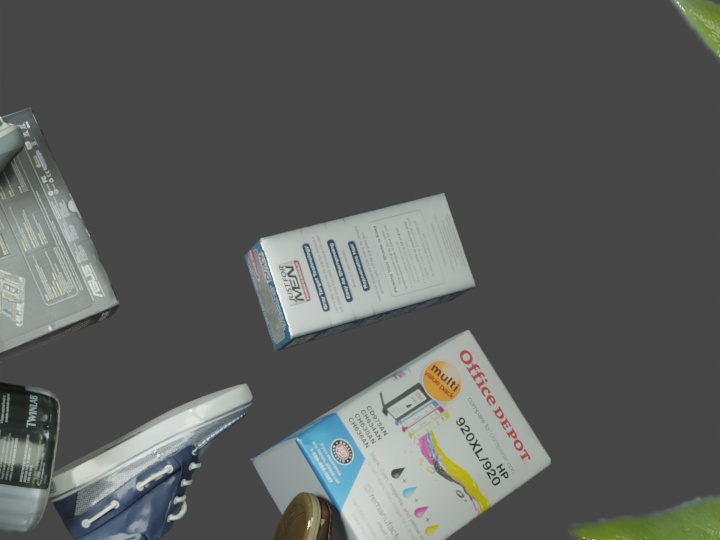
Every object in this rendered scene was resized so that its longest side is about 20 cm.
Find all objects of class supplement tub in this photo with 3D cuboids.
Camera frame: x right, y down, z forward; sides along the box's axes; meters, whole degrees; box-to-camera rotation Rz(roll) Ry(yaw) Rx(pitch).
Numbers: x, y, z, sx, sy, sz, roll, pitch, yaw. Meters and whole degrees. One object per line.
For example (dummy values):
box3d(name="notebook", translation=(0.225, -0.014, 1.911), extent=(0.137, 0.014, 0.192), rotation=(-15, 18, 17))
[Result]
box3d(name="supplement tub", translation=(-0.354, 0.143, 1.196), extent=(0.199, 0.123, 0.123), rotation=(11, 72, -17))

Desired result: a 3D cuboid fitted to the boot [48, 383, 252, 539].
box3d(name="boot", translation=(-0.172, 0.179, 1.292), extent=(0.199, 0.073, 0.091), rotation=(-26, 94, -18))

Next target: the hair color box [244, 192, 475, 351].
box3d(name="hair color box", translation=(0.000, 0.000, 1.404), extent=(0.199, 0.061, 0.100), rotation=(-15, 81, -24))

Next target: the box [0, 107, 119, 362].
box3d(name="box", translation=(-0.325, -0.025, 1.294), extent=(0.158, 0.048, 0.201), rotation=(-24, 85, -23))

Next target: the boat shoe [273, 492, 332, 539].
box3d(name="boat shoe", translation=(-0.038, 0.277, 1.261), extent=(0.072, 0.072, 0.201), rotation=(1, 114, -18))

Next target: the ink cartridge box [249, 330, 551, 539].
box3d(name="ink cartridge box", translation=(0.036, 0.173, 1.323), extent=(0.200, 0.145, 0.148), rotation=(-30, 86, -26))

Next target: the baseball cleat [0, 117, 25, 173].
box3d(name="baseball cleat", translation=(-0.347, -0.035, 1.234), extent=(0.200, 0.070, 0.107), rotation=(-39, 97, -14))
